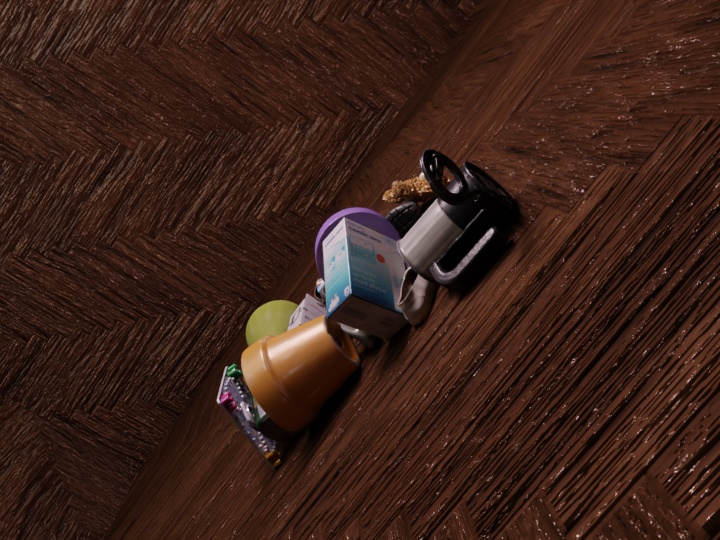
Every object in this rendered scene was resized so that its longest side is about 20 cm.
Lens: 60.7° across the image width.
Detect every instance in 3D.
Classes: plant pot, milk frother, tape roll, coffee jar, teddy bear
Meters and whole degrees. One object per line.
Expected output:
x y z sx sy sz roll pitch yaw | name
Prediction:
-0.108 0.191 1.248 0.183 0.200 0.200 -37 15 11 | plant pot
-0.210 0.189 1.603 0.187 0.187 0.200 -54 11 2 | plant pot
0.129 -0.087 1.018 0.188 0.200 0.181 -50 17 23 | milk frother
-0.004 -0.040 1.404 0.200 0.200 0.085 -53 12 7 | tape roll
-0.198 0.277 1.366 0.085 0.104 0.200 -42 37 8 | coffee jar
0.136 -0.204 1.505 0.200 0.144 0.067 157 113 -77 | teddy bear

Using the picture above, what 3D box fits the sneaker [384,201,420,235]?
0.085 -0.117 1.572 0.200 0.075 0.079 -45 13 39 | sneaker

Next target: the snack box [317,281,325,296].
0.000 0.000 1.479 0.200 0.116 0.037 -54 12 3 | snack box

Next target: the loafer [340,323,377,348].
0.003 0.102 1.287 0.070 0.075 0.200 -54 15 4 | loafer

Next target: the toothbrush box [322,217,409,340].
0.011 0.015 1.188 0.085 0.146 0.200 -46 34 34 | toothbrush box

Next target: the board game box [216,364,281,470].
-0.239 0.318 1.366 0.026 0.200 0.200 -35 14 2 | board game box

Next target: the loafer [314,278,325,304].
-0.094 0.047 1.589 0.063 0.072 0.200 -14 -12 -13 | loafer

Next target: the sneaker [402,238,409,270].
0.076 -0.047 1.312 0.200 0.115 0.076 -51 12 21 | sneaker

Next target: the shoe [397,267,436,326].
0.111 0.018 1.149 0.070 0.053 0.200 -45 15 38 | shoe

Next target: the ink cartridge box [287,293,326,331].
-0.116 0.146 1.533 0.068 0.116 0.200 -51 12 14 | ink cartridge box
